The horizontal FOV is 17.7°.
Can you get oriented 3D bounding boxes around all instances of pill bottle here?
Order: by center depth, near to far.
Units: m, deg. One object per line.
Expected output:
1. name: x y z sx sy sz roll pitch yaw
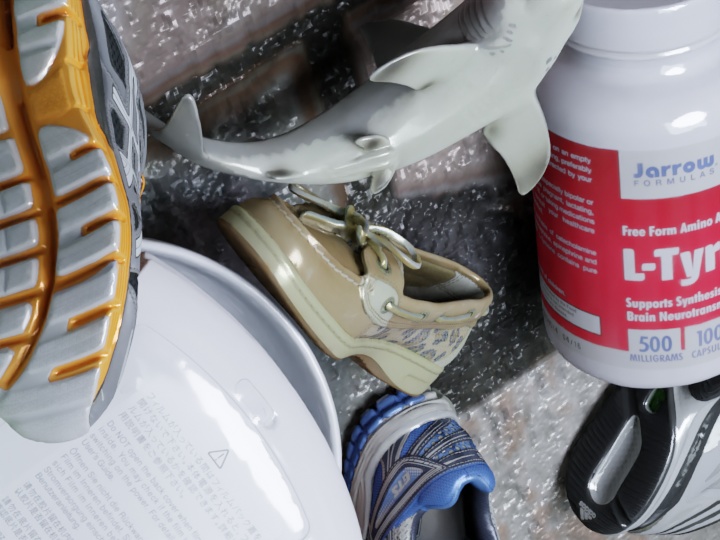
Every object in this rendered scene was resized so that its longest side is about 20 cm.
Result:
1. pill bottle: 0.135 -0.054 1.078 0.112 0.112 0.200 -25 128 -22

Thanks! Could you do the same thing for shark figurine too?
1. shark figurine: -0.002 -0.080 0.985 0.214 0.090 0.128 -21 137 -7

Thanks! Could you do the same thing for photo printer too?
1. photo printer: -0.110 0.102 0.921 0.200 0.069 0.166 -37 105 -2

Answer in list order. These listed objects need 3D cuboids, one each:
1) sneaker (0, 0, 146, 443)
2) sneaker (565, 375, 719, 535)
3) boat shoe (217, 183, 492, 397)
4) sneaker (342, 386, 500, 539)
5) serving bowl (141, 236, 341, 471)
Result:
1. sneaker: -0.110 -0.030 0.871 0.078 0.200 0.077 -12 157 19
2. sneaker: 0.199 0.058 1.230 0.115 0.076 0.201 15 115 -49
3. boat shoe: 0.000 0.000 1.016 0.063 0.073 0.200 -42 157 6
4. sneaker: 0.031 0.160 1.148 0.077 0.085 0.200 -18 126 -26
5. serving bowl: -0.111 0.077 0.986 0.200 0.066 0.200 -2 103 -10
